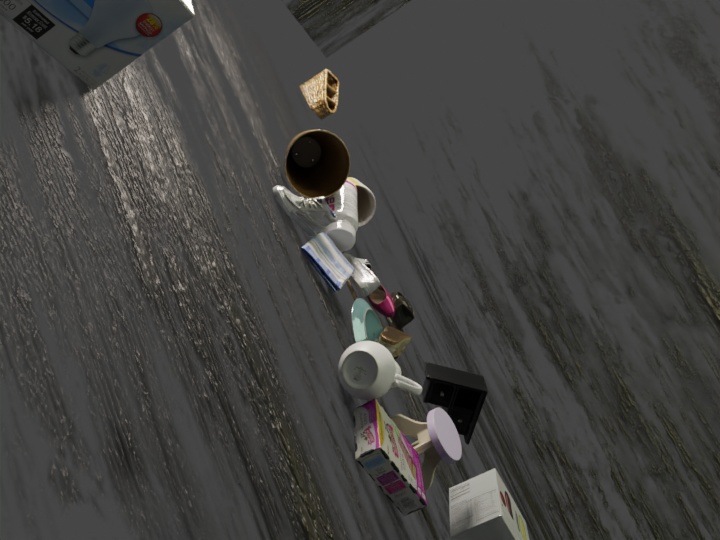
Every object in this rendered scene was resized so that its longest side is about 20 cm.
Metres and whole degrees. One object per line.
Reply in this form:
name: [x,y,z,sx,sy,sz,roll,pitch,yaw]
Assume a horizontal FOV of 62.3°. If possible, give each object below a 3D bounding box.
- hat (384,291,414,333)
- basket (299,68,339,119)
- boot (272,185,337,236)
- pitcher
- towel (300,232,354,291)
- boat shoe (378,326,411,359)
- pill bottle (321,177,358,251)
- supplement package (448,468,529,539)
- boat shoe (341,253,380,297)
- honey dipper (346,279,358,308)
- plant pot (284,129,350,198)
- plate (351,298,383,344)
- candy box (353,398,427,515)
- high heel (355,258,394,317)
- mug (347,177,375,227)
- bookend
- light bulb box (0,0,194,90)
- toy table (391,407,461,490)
hat: [0.130,0.131,1.986,0.202,0.080,0.201,58,12,-20]
basket: [-0.150,-0.757,2.592,0.144,0.147,0.200,62,12,5]
boot: [-0.137,-0.170,1.523,0.200,0.095,0.074,45,20,-53]
pitcher: [0.046,0.226,1.289,0.169,0.123,0.200,20,-4,18]
towel: [-0.080,-0.026,1.546,0.147,0.024,0.200,51,17,-4]
boat shoe: [0.083,0.192,1.547,0.071,0.066,0.200,21,7,13]
pill bottle: [-0.062,-0.160,1.716,0.114,0.112,0.203,49,29,-44]
supplement package: [0.332,0.663,1.522,0.193,0.146,0.200,59,14,-9]
boat shoe: [0.000,0.000,1.690,0.073,0.068,0.200,68,-8,-28]
honey dipper: [-0.026,0.046,1.649,0.038,0.038,0.202,35,28,-63]
plant pot: [-0.138,-0.322,1.710,0.188,0.185,0.200,55,1,-25]
plate: [0.029,0.168,1.536,0.200,0.025,0.204,-17,91,-72]
candy box: [0.060,0.383,1.225,0.201,0.060,0.137,55,15,-28]
high heel: [0.039,0.050,1.805,0.202,0.067,0.096,62,2,23]
mug: [-0.041,-0.256,1.998,0.188,0.148,0.154,62,3,-28]
bookend: [0.272,0.415,1.872,0.196,0.202,0.092,15,20,-3]
light bulb box: [-0.375,-0.402,0.830,0.198,0.198,0.126,41,23,-56]
toy table: [0.163,0.417,1.434,0.200,0.116,0.186,35,30,-62]
